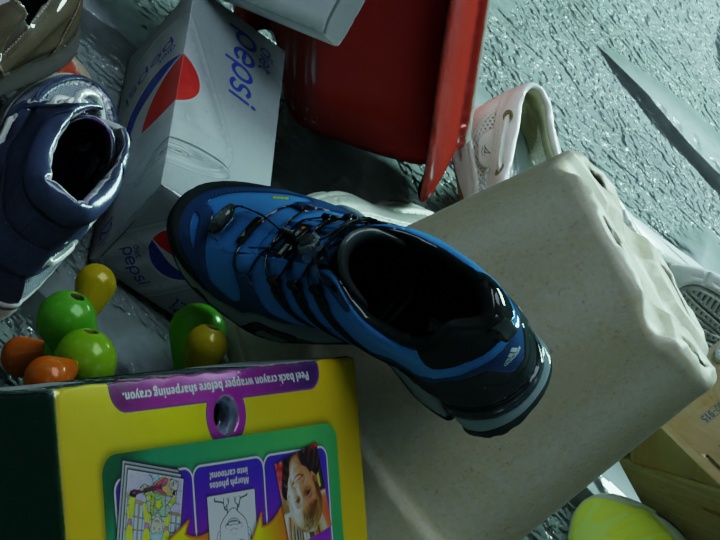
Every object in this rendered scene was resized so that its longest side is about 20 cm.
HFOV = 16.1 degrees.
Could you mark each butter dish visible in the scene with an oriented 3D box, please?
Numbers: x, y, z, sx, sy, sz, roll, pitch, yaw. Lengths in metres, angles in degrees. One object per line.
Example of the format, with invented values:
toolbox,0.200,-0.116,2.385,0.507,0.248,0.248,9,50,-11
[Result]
butter dish,0.000,-0.149,1.470,0.147,0.200,0.200,8,6,0

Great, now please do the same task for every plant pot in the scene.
plant pot,0.062,0.043,1.230,0.201,0.183,0.201,53,13,-18

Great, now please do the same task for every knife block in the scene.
knife block,0.199,0.127,1.385,0.200,0.064,0.176,45,-20,24

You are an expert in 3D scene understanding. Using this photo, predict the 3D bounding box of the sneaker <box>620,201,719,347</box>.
sneaker,0.160,-0.003,1.618,0.200,0.078,0.099,39,3,0

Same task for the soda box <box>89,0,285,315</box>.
soda box,-0.089,-0.064,1.341,0.068,0.063,0.200,35,30,-20

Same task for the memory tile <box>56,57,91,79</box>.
memory tile,-0.217,-0.171,1.351,0.153,0.017,0.200,18,40,-42

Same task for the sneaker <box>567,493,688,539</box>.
sneaker,0.139,0.191,1.320,0.076,0.075,0.200,29,32,-33

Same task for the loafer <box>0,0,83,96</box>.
loafer,-0.200,-0.113,1.210,0.073,0.071,0.200,30,36,11

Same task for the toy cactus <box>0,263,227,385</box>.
toy cactus,-0.110,0.090,1.115,0.165,0.102,0.200,64,24,-8

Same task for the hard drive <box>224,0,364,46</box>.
hard drive,-0.064,-0.217,1.412,0.200,0.132,0.027,25,-6,30

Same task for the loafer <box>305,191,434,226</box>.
loafer,0.000,0.000,1.377,0.070,0.070,0.200,48,26,20

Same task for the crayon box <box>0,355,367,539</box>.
crayon box,-0.073,0.128,1.042,0.200,0.058,0.173,-3,89,-55

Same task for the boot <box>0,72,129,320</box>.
boot,-0.138,-0.055,1.226,0.073,0.090,0.200,41,31,-16

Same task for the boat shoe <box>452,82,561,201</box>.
boat shoe,0.104,-0.021,1.515,0.071,0.069,0.201,6,61,-38

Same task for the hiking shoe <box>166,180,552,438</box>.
hiking shoe,-0.005,-0.003,1.127,0.199,0.075,0.087,23,-24,25
